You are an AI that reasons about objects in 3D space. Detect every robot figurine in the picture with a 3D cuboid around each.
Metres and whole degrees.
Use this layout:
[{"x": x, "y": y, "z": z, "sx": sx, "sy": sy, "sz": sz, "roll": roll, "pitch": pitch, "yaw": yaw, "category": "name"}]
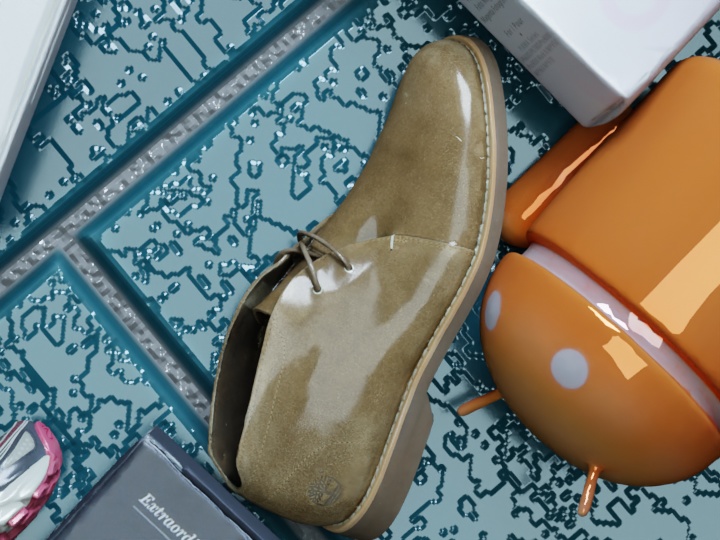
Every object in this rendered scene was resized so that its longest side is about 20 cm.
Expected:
[{"x": 0.127, "y": 0.000, "z": 0.999, "sx": 0.144, "sy": 0.117, "sz": 0.200, "roll": 42, "pitch": 86, "yaw": -1, "category": "robot figurine"}]

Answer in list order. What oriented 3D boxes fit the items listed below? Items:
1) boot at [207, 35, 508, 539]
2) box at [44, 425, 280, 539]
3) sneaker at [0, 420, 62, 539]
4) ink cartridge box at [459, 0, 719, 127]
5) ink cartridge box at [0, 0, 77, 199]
[{"x": 0.000, "y": 0.000, "z": 1.005, "sx": 0.075, "sy": 0.074, "sz": 0.201, "roll": 18, "pitch": 88, "yaw": -27, "category": "boot"}, {"x": -0.093, "y": 0.180, "z": 0.985, "sx": 0.148, "sy": 0.104, "sz": 0.200, "roll": 44, "pitch": 86, "yaw": -1, "category": "box"}, {"x": -0.206, "y": 0.107, "z": 0.992, "sx": 0.199, "sy": 0.081, "sz": 0.075, "roll": -26, "pitch": 87, "yaw": -3, "category": "sneaker"}, {"x": 0.074, "y": -0.179, "z": 1.014, "sx": 0.200, "sy": 0.057, "sz": 0.163, "roll": 46, "pitch": 67, "yaw": -5, "category": "ink cartridge box"}, {"x": -0.209, "y": -0.117, "z": 0.997, "sx": 0.199, "sy": 0.083, "sz": 0.146, "roll": 21, "pitch": 88, "yaw": -2, "category": "ink cartridge box"}]
